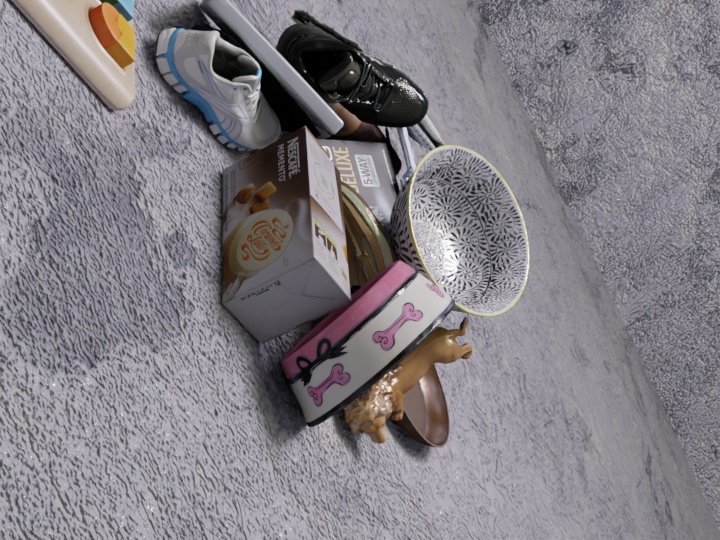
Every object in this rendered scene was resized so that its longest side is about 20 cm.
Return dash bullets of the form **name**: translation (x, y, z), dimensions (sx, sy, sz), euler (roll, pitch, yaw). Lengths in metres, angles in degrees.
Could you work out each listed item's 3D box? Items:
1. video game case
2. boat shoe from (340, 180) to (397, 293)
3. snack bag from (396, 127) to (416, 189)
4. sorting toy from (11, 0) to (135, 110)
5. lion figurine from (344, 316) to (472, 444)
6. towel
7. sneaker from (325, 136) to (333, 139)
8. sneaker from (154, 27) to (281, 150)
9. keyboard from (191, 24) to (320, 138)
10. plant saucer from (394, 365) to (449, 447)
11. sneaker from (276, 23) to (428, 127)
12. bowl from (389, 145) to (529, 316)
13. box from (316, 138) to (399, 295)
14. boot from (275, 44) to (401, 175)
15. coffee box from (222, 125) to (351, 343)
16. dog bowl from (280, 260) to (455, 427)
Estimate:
- **video game case**: translation (-0.106, -0.238, 1.544), dimensions (0.200, 0.022, 0.182), euler (45, 0, -14)
- **boat shoe**: translation (0.000, 0.000, 1.492), dimensions (0.201, 0.076, 0.072), euler (60, -18, -5)
- **snack bag**: translation (0.069, -0.092, 1.708), dimensions (0.189, 0.021, 0.202), euler (56, 22, -76)
- **sorting toy**: translation (-0.268, -0.277, 1.287), dimensions (0.185, 0.036, 0.201), euler (50, 24, -41)
- **lion figurine**: translation (0.057, 0.113, 1.535), dimensions (0.072, 0.200, 0.123), euler (39, -10, 14)
- **towel**: translation (0.013, -0.252, 1.758), dimensions (0.192, 0.035, 0.200), euler (42, -2, 44)
- **sneaker**: translation (-0.030, -0.102, 1.712), dimensions (0.089, 0.078, 0.201), euler (40, 25, -27)
- **sneaker**: translation (-0.134, -0.194, 1.461), dimensions (0.200, 0.086, 0.076), euler (40, 54, -50)
- **keyboard**: translation (-0.122, -0.226, 1.539), dimensions (0.040, 0.103, 0.200), euler (-60, 140, -15)
- **plant saucer**: translation (0.056, 0.134, 1.705), dimensions (0.201, 0.032, 0.201), euler (53, 22, -32)
- **sneaker**: translation (-0.001, -0.213, 1.565), dimensions (0.198, 0.077, 0.114), euler (29, 13, -23)
- **bowl**: translation (0.095, -0.034, 1.546), dimensions (0.200, 0.094, 0.203), euler (19, 62, -40)
- **box**: translation (-0.016, -0.056, 1.589), dimensions (0.157, 0.050, 0.202), euler (0, 67, -39)
- **boot**: translation (-0.033, -0.212, 1.757), dimensions (0.166, 0.072, 0.200), euler (44, 8, -41)
- **coffee box**: translation (-0.079, -0.039, 1.403), dimensions (0.080, 0.114, 0.201), euler (49, 25, -40)
- **dog bowl**: translation (0.001, 0.069, 1.390), dimensions (0.074, 0.200, 0.200), euler (50, 19, -2)
